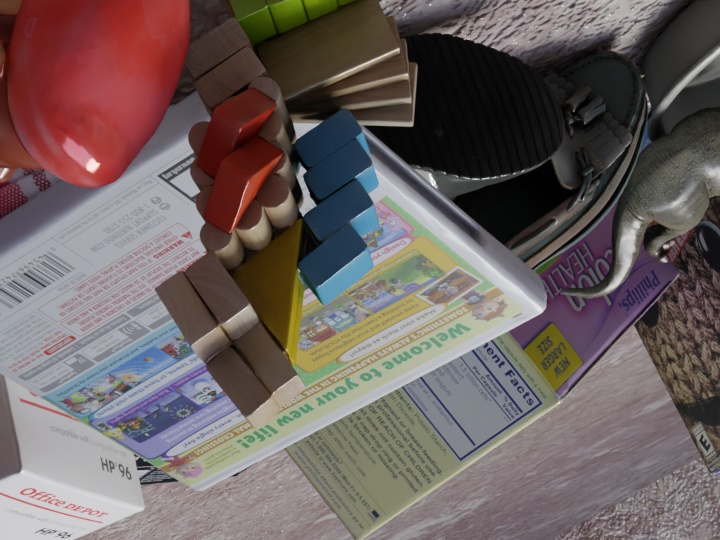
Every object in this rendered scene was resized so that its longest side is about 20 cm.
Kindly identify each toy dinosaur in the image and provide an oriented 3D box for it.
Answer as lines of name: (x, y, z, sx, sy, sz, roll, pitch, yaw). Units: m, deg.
toy dinosaur: (0.189, -0.058, 1.026, 0.199, 0.078, 0.102, -24, 153, 9)

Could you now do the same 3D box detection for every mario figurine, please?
mario figurine: (-0.148, -0.066, 0.604, 0.198, 0.107, 0.124, -20, -157, 16)

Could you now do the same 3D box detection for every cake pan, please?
cake pan: (0.241, -0.137, 1.025, 0.199, 0.037, 0.200, -25, 164, -7)

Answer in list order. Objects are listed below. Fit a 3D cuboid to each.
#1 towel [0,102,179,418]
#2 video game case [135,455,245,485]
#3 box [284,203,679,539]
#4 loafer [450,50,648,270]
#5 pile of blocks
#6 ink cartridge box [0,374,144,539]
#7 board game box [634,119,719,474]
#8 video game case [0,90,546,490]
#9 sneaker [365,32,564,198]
towel: (-0.083, -0.009, 0.767, 0.198, 0.030, 0.146, -20, 139, 19)
video game case: (-0.079, 0.094, 1.256, 0.180, 0.026, 0.199, -34, 161, 24)
box: (0.069, 0.049, 1.137, 0.200, 0.097, 0.176, -40, 178, 41)
loafer: (0.084, -0.042, 0.927, 0.200, 0.072, 0.063, -49, 164, -20)
pile of blocks: (-0.024, -0.052, 0.610, 0.081, 0.202, 0.062, -1, 165, 6)
ink cartridge box: (-0.196, 0.106, 0.960, 0.199, 0.068, 0.116, -25, 155, 19)
board game box: (0.245, 0.002, 1.166, 0.096, 0.201, 0.160, -19, 162, -21)
video game case: (-0.054, 0.010, 0.754, 0.199, 0.022, 0.182, -29, 134, 26)
sneaker: (-0.006, -0.053, 0.840, 0.198, 0.075, 0.089, -9, 161, -18)
